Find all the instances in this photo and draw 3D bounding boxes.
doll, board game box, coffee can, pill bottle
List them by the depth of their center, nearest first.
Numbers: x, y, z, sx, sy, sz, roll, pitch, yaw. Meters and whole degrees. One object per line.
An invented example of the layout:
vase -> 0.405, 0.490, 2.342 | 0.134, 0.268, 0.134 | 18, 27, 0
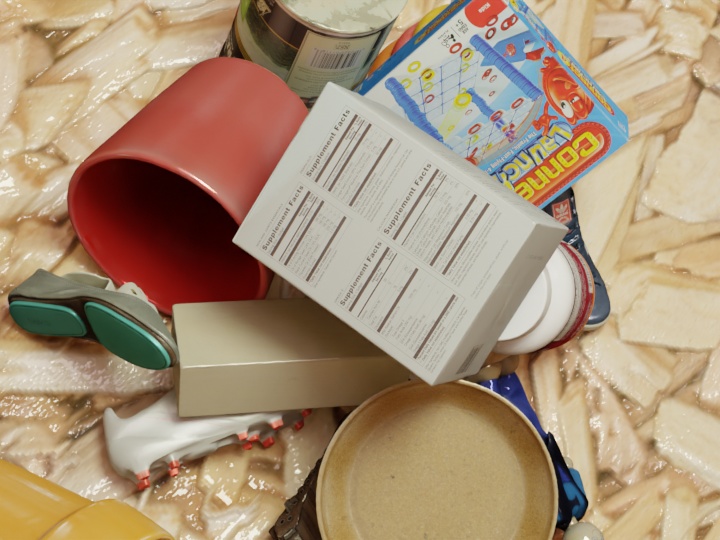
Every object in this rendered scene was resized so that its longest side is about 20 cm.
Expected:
pill bottle -> 0.146, 0.019, 1.291 | 0.112, 0.200, 0.114 | -1, 88, 18
doll -> 0.161, 0.179, 1.294 | 0.136, 0.048, 0.201 | -13, 73, -58
board game box -> 0.113, -0.141, 1.321 | 0.196, 0.200, 0.056 | 44, 26, -15
coffee can -> -0.047, -0.235, 1.354 | 0.145, 0.200, 0.148 | 7, 64, -15

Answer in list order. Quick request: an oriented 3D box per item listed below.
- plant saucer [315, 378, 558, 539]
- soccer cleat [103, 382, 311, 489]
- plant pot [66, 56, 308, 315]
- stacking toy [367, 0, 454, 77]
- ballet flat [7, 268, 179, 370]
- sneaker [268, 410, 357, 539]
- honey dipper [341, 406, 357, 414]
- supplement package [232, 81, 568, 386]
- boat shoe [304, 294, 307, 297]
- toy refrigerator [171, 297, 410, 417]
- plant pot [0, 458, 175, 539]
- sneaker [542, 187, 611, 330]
plant saucer -> 0.063, 0.188, 1.169 | 0.198, 0.035, 0.202 | 0, 91, 1
soccer cleat -> -0.128, 0.125, 1.242 | 0.198, 0.069, 0.078 | -17, 70, -21
plant pot -> -0.136, -0.083, 1.272 | 0.199, 0.201, 0.178 | 31, 52, -2
stacking toy -> 0.092, -0.210, 1.388 | 0.145, 0.200, 0.147 | 7, 65, -15
ballet flat -> -0.219, 0.032, 1.205 | 0.199, 0.068, 0.064 | 11, 46, 34
sneaker -> -0.040, 0.211, 1.222 | 0.075, 0.071, 0.202 | 8, 66, 10
honey dipper -> -0.006, 0.132, 1.295 | 0.038, 0.038, 0.200 | -38, 80, -28
supplement package -> 0.036, -0.028, 1.143 | 0.199, 0.152, 0.151 | 35, 100, 15
boat shoe -> 0.000, 0.000, 1.330 | 0.072, 0.065, 0.201 | 28, 56, -7
toy refrigerator -> -0.061, 0.074, 1.221 | 0.198, 0.070, 0.076 | -3, 44, -13
plant pot -> -0.272, 0.236, 1.085 | 0.182, 0.201, 0.200 | 32, 59, 17
sneaker -> 0.194, -0.037, 1.408 | 0.075, 0.085, 0.201 | -24, 76, -26
